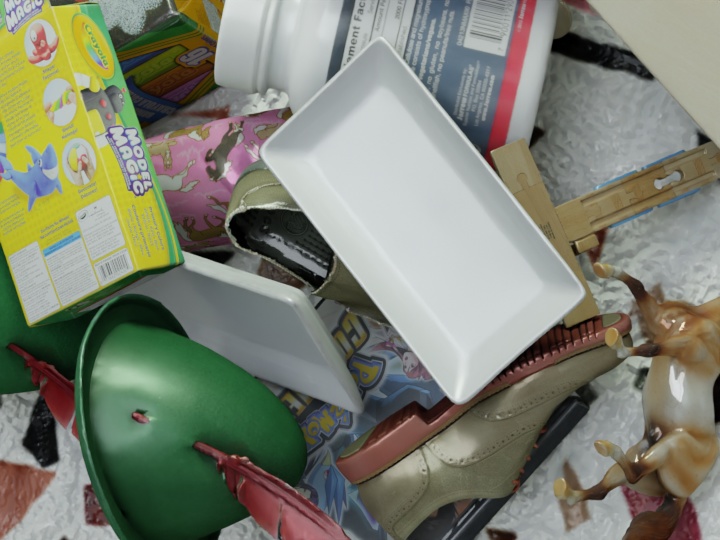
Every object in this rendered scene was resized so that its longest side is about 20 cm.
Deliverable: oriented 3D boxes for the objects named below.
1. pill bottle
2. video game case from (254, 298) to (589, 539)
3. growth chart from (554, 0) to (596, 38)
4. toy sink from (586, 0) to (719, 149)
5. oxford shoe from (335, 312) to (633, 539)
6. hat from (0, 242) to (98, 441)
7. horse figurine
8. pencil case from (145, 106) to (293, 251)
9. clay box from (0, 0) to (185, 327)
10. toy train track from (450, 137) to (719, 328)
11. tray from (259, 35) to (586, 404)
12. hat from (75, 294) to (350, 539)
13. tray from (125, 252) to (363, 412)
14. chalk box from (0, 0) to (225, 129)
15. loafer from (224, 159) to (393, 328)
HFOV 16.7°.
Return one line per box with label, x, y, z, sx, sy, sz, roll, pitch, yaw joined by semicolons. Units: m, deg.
pill bottle;0.015;-0.137;1.526;0.199;0.120;0.120;13;82;2
video game case;0.017;0.099;1.558;0.200;0.025;0.181;-48;64;7
growth chart;0.049;-0.197;1.565;0.199;0.145;0.018;-7;39;26
toy sink;0.208;-0.181;1.474;0.130;0.112;0.200;-42;105;11
oxford shoe;0.086;0.093;1.489;0.199;0.070;0.075;-30;95;13
hat;-0.180;0.040;1.605;0.175;0.201;0.166;11;51;16
horse figurine;0.178;0.079;1.450;0.050;0.132;0.202;8;88;47
pencil case;-0.103;-0.051;1.616;0.199;0.083;0.087;-10;81;21
clay box;-0.190;-0.078;1.541;0.115;0.047;0.201;-24;80;41
toy train track;0.146;-0.037;1.495;0.199;0.033;0.115;-23;88;-12
tray;0.037;-0.030;1.454;0.107;0.022;0.200;-41;77;15
hat;-0.049;0.096;1.476;0.175;0.166;0.201;-12;115;26
tray;-0.083;0.025;1.550;0.199;0.108;0.022;17;60;42
chalk box;-0.194;-0.161;1.662;0.199;0.124;0.126;-26;69;18
loafer;0.000;0.000;1.511;0.199;0.070;0.076;23;120;14
